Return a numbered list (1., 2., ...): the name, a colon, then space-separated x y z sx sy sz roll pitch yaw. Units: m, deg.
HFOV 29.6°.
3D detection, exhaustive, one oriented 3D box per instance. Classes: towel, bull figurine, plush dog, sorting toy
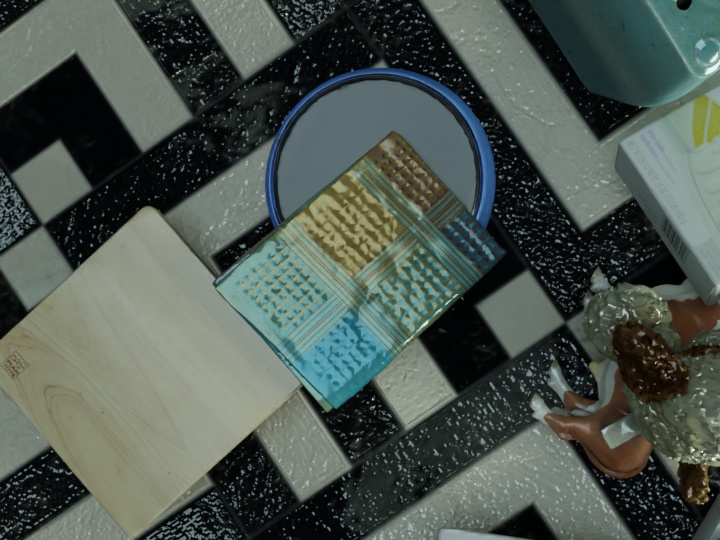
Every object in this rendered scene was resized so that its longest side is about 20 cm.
1. towel: 0.000 0.000 1.120 0.200 0.022 0.147 -41 85 -7
2. bull figurine: 0.228 0.069 1.123 0.121 0.065 0.200 27 89 11
3. plush dog: 0.259 0.093 0.996 0.200 0.172 0.161 9 84 6
4. sorting toy: -0.180 0.085 1.168 0.199 0.070 0.200 -42 84 4

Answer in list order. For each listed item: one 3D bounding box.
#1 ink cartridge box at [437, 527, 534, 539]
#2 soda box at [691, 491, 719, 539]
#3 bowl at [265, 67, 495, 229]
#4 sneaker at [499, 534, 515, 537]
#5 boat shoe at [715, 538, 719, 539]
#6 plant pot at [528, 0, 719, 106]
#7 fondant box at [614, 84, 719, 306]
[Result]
1. ink cartridge box: 0.125 0.308 1.041 0.161 0.050 0.200 7 67 11
2. soda box: 0.278 0.283 1.112 0.068 0.064 0.200 30 91 7
3. bowl: 0.015 -0.076 1.164 0.200 0.039 0.201 0 88 7
4. sneaker: 0.139 0.267 1.108 0.200 0.074 0.081 0 49 8
5. boat shoe: 0.297 0.241 1.050 0.200 0.072 0.072 -26 68 9
6. plant pot: 0.238 -0.242 1.029 0.196 0.200 0.196 -38 113 4
7. fondant box: 0.326 -0.084 1.089 0.200 0.058 0.144 -29 71 -4
